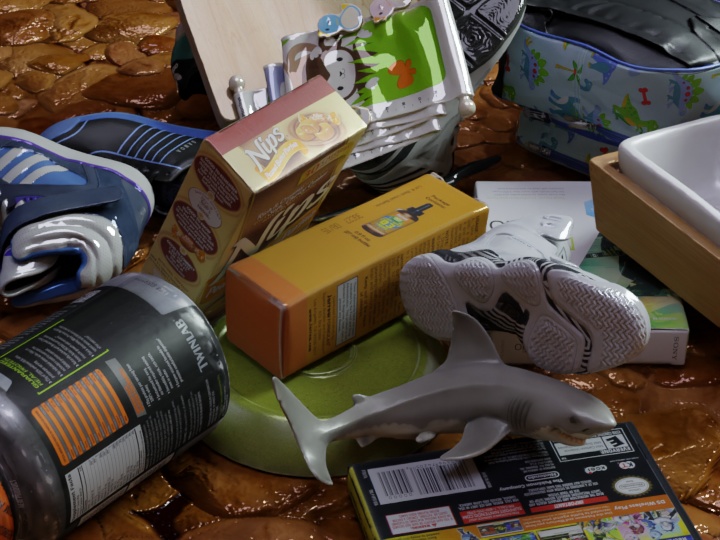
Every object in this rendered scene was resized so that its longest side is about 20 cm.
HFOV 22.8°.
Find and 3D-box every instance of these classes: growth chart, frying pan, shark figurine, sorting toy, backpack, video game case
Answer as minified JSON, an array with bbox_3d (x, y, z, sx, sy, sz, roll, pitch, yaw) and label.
[{"bbox_3d":[-0.008,-0.143,1.398,0.199,0.018,0.146,-25,68,5],"label":"growth chart"},{"bbox_3d":[0.034,-0.054,1.413,0.114,0.031,0.190,-14,4,25],"label":"frying pan"},{"bbox_3d":[0.047,0.074,1.158,0.212,0.090,0.128,-4,9,-5],"label":"shark figurine"},{"bbox_3d":[-0.058,-0.213,1.508,0.197,0.070,0.201,-13,69,-19],"label":"sorting toy"},{"bbox_3d":[0.230,-0.162,1.479,0.199,0.148,0.182,25,40,37],"label":"backpack"},{"bbox_3d":[0.108,0.171,1.103,0.198,0.026,0.181,-7,35,-13],"label":"video game case"}]

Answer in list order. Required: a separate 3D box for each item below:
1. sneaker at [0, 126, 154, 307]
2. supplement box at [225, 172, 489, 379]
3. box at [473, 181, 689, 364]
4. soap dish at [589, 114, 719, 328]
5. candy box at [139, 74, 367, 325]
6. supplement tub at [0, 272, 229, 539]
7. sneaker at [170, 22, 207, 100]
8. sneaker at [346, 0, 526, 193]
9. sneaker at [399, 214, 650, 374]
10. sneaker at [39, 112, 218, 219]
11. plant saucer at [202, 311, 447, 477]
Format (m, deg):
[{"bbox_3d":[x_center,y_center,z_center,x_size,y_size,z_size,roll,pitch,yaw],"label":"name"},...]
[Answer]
[{"bbox_3d":[-0.265,-0.037,1.350,0.198,0.081,0.147,11,34,10],"label":"sneaker"},{"bbox_3d":[0.000,0.000,1.262,0.199,0.069,0.066,-28,44,-33],"label":"supplement box"},{"bbox_3d":[0.161,-0.002,1.344,0.143,0.037,0.201,0,36,-1],"label":"box"},{"bbox_3d":[0.280,-0.026,1.302,0.157,0.082,0.200,-16,45,-40],"label":"soap dish"},{"bbox_3d":[-0.083,-0.037,1.249,0.055,0.200,0.115,47,51,11],"label":"candy box"},{"bbox_3d":[-0.188,0.094,1.124,0.122,0.123,0.199,26,42,32],"label":"supplement tub"},{"bbox_3d":[-0.068,-0.166,1.562,0.198,0.072,0.080,6,58,-5],"label":"sneaker"},{"bbox_3d":[0.064,-0.146,1.451,0.076,0.115,0.201,42,89,24],"label":"sneaker"},{"bbox_3d":[0.130,0.009,1.205,0.199,0.076,0.115,10,27,44],"label":"sneaker"},{"bbox_3d":[-0.167,-0.078,1.421,0.198,0.071,0.078,2,28,1],"label":"sneaker"},{"bbox_3d":[-0.030,0.067,1.247,0.198,0.031,0.201,0,35,0],"label":"plant saucer"}]
